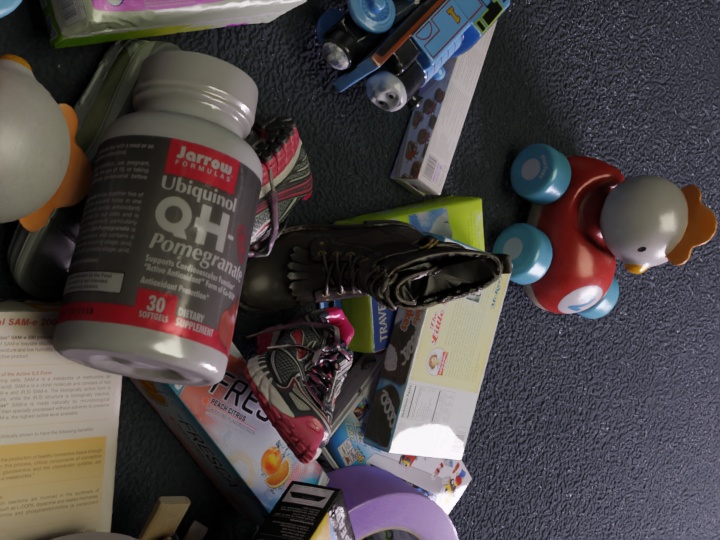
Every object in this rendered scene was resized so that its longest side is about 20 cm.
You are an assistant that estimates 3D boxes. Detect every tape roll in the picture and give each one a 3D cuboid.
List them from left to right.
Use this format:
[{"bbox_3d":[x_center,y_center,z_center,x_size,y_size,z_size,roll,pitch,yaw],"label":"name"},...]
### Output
[{"bbox_3d":[-0.004,0.283,0.891,0.198,0.065,0.202,-10,108,-33],"label":"tape roll"}]

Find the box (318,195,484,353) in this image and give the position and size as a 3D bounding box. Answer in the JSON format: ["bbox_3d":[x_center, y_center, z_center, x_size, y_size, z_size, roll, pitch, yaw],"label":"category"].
[{"bbox_3d":[0.044,0.001,0.952,0.199,0.047,0.123,-15,105,-44],"label":"box"}]

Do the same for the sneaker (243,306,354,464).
[{"bbox_3d":[-0.042,0.077,0.772,0.074,0.200,0.081,-28,108,5],"label":"sneaker"}]

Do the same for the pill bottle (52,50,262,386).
[{"bbox_3d":[-0.124,-0.034,0.644,0.110,0.110,0.202,24,69,-44],"label":"pill bottle"}]

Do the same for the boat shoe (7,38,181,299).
[{"bbox_3d":[-0.191,-0.076,0.703,0.074,0.064,0.204,41,71,-57],"label":"boat shoe"}]

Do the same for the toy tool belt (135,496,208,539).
[{"bbox_3d":[-0.117,0.263,0.766,0.200,0.124,0.123,45,72,-39],"label":"toy tool belt"}]

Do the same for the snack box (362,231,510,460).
[{"bbox_3d":[0.076,0.075,0.934,0.116,0.037,0.202,18,87,-47],"label":"snack box"}]

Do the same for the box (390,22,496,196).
[{"bbox_3d":[0.084,-0.172,0.977,0.041,0.038,0.202,29,74,-44],"label":"box"}]

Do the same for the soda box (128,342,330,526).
[{"bbox_3d":[-0.107,0.122,0.795,0.064,0.068,0.201,-50,125,-29],"label":"soda box"}]

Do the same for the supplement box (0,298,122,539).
[{"bbox_3d":[-0.235,0.121,0.663,0.125,0.073,0.202,4,91,-46],"label":"supplement box"}]

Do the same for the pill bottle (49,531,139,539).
[{"bbox_3d":[-0.171,0.276,0.620,0.112,0.112,0.202,-6,103,-44],"label":"pill bottle"}]

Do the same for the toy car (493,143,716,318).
[{"bbox_3d":[0.281,-0.036,1.067,0.184,0.199,0.179,23,79,-43],"label":"toy car"}]

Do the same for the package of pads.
[{"bbox_3d":[-0.144,-0.251,0.701,0.199,0.068,0.156,-21,97,-42],"label":"package of pads"}]

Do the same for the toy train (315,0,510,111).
[{"bbox_3d":[0.048,-0.226,0.886,0.114,0.086,0.200,47,60,-13],"label":"toy train"}]

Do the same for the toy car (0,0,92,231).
[{"bbox_3d":[-0.232,-0.102,0.581,0.200,0.183,0.179,27,75,-56],"label":"toy car"}]

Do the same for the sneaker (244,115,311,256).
[{"bbox_3d":[-0.102,-0.033,0.769,0.200,0.080,0.075,-49,136,-27],"label":"sneaker"}]

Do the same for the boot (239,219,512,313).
[{"bbox_3d":[0.000,0.000,0.787,0.198,0.174,0.070,-14,103,-14],"label":"boot"}]

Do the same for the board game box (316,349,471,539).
[{"bbox_3d":[0.030,0.185,0.965,0.126,0.034,0.201,-49,126,-29],"label":"board game box"}]

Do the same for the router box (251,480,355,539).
[{"bbox_3d":[-0.044,0.286,0.746,0.149,0.051,0.202,-51,136,-48],"label":"router box"}]
